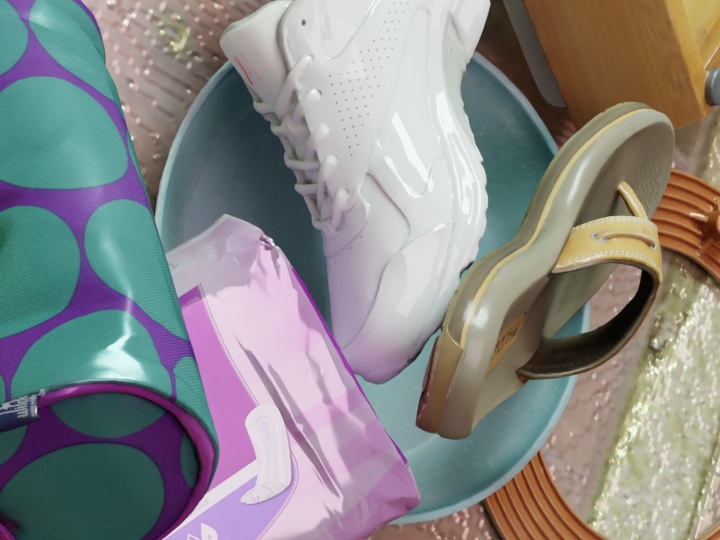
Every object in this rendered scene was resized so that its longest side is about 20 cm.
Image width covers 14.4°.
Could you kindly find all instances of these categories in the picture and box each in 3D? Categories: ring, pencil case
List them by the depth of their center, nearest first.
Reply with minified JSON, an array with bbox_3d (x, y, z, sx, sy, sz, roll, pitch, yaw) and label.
[{"bbox_3d":[-0.109,-0.004,0.918,0.092,0.200,0.085,-17,139,-1],"label":"pencil case"},{"bbox_3d":[0.127,0.053,1.212,0.200,0.019,0.201,3,84,-34],"label":"ring"}]

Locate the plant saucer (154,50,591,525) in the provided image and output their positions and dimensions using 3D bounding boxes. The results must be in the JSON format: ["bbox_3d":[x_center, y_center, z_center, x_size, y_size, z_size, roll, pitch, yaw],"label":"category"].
[{"bbox_3d":[0.000,0.000,1.114,0.200,0.036,0.201,6,79,-31],"label":"plant saucer"}]

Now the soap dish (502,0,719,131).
[{"bbox_3d":[0.133,-0.168,1.170,0.200,0.081,0.157,-55,140,-28],"label":"soap dish"}]

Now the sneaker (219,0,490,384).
[{"bbox_3d":[-0.008,-0.057,1.062,0.099,0.078,0.201,11,68,-24],"label":"sneaker"}]

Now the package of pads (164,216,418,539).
[{"bbox_3d":[-0.093,0.083,0.988,0.200,0.076,0.121,-34,102,-17],"label":"package of pads"}]

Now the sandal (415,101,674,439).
[{"bbox_3d":[0.082,0.007,1.075,0.200,0.054,0.080,-47,151,-51],"label":"sandal"}]
